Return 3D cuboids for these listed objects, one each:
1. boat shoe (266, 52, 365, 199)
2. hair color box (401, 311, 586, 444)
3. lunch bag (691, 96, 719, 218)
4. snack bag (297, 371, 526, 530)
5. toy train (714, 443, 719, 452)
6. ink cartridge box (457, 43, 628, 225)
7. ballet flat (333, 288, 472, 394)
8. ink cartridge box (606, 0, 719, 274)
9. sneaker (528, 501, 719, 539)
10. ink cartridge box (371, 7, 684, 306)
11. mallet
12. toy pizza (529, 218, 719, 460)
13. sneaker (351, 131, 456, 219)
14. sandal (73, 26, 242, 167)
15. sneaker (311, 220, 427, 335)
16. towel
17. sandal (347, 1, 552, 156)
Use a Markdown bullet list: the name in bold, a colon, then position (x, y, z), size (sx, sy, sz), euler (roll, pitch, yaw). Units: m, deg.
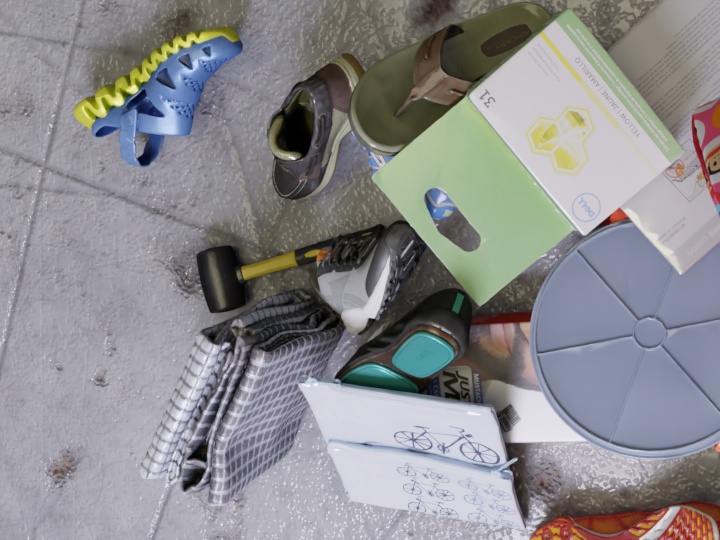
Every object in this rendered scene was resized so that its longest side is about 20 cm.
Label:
- **boat shoe**: position (-0.053, -0.122, 1.029), size (0.072, 0.066, 0.201), euler (64, 151, 14)
- **hair color box**: position (0.132, 0.097, 1.039), size (0.199, 0.064, 0.112), euler (-5, 94, 21)
- **lunch bag**: position (0.318, -0.042, 0.824), size (0.082, 0.177, 0.200), euler (-33, 121, 28)
- **snack bag**: position (0.050, 0.168, 1.040), size (0.188, 0.021, 0.200), euler (7, 142, 21)
- **toy train**: position (0.381, 0.148, 0.903), size (0.200, 0.056, 0.150), euler (-27, 107, 37)
- **ink cartridge box**: position (0.188, -0.118, 0.994), size (0.199, 0.050, 0.163), euler (10, 102, 23)
- **ballet flat**: position (0.042, 0.071, 0.995), size (0.068, 0.069, 0.200), euler (34, 145, -12)
- **ink cartridge box**: position (0.273, -0.126, 0.935), size (0.200, 0.045, 0.176), euler (-42, 83, 7)
- **sneaker**: position (0.238, 0.249, 1.018), size (0.199, 0.077, 0.073), euler (-17, 73, 39)
- **ink cartridge box**: position (0.129, -0.084, 0.900), size (0.200, 0.048, 0.146), euler (-40, 96, 5)
- **mallet**: position (-0.071, -0.020, 1.121), size (0.199, 0.041, 0.066), euler (-23, 87, 18)
- **toy pizza**: position (0.238, 0.054, 0.940), size (0.199, 0.032, 0.201), euler (-5, 75, 19)
- **sneaker**: position (0.025, -0.117, 1.020), size (0.200, 0.076, 0.077), euler (38, 109, 39)
- **sandal**: position (-0.187, -0.169, 1.126), size (0.200, 0.079, 0.087), euler (-29, 90, 31)
- **sneaker**: position (0.000, 0.000, 1.012), size (0.079, 0.200, 0.074), euler (38, 68, -1)
- **towel**: position (-0.098, 0.114, 1.059), size (0.085, 0.200, 0.166), euler (30, 108, 14)
- **sandal**: position (0.074, -0.168, 0.936), size (0.201, 0.057, 0.080), euler (-34, 81, -11)
